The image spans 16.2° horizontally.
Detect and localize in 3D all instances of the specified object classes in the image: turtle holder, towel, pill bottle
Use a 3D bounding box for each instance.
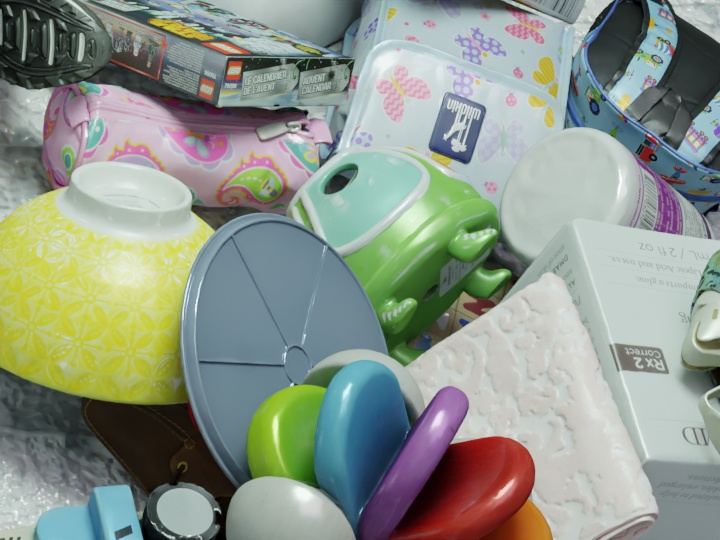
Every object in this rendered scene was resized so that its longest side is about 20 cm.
[{"bbox_3d":[0.006,-0.002,1.782,0.132,0.186,0.141,44,14,18],"label":"turtle holder"},{"bbox_3d":[0.085,0.126,1.676,0.032,0.190,0.201,37,27,-50],"label":"towel"},{"bbox_3d":[0.197,-0.018,1.881,0.200,0.112,0.113,35,30,-48],"label":"pill bottle"}]

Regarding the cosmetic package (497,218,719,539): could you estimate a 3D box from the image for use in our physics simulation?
[{"bbox_3d":[0.195,0.098,1.767,0.164,0.165,0.201,7,50,-29],"label":"cosmetic package"}]

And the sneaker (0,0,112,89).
[{"bbox_3d":[-0.240,-0.171,1.766,0.199,0.075,0.079,14,14,41],"label":"sneaker"}]

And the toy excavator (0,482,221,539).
[{"bbox_3d":[-0.188,0.178,1.526,0.198,0.100,0.195,-2,51,-22],"label":"toy excavator"}]

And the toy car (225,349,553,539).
[{"bbox_3d":[0.029,0.132,1.515,0.200,0.150,0.175,40,46,-6],"label":"toy car"}]

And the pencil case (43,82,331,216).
[{"bbox_3d":[-0.124,-0.086,1.797,0.199,0.088,0.088,5,49,-27],"label":"pencil case"}]

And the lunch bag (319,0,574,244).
[{"bbox_3d":[0.067,-0.124,1.932,0.169,0.127,0.201,23,47,-9],"label":"lunch bag"}]

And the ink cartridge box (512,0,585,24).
[{"bbox_3d":[0.050,-0.263,1.987,0.199,0.047,0.197,25,7,38],"label":"ink cartridge box"}]

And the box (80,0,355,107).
[{"bbox_3d":[-0.122,-0.164,1.827,0.199,0.040,0.136,24,19,37],"label":"box"}]

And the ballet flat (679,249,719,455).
[{"bbox_3d":[0.247,0.068,1.656,0.074,0.074,0.201,4,50,-29],"label":"ballet flat"}]

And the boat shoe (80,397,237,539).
[{"bbox_3d":[-0.100,0.138,1.624,0.200,0.072,0.068,38,40,1],"label":"boat shoe"}]

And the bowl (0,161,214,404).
[{"bbox_3d":[-0.157,-0.006,1.640,0.198,0.108,0.200,11,22,-4],"label":"bowl"}]

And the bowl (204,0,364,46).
[{"bbox_3d":[-0.087,-0.267,2.007,0.199,0.075,0.200,-27,68,-43],"label":"bowl"}]

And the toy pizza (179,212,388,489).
[{"bbox_3d":[-0.051,0.063,1.611,0.200,0.032,0.202,23,59,-45],"label":"toy pizza"}]

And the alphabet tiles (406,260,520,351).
[{"bbox_3d":[0.078,0.060,1.855,0.166,0.008,0.201,26,43,-8],"label":"alphabet tiles"}]

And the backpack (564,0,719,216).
[{"bbox_3d":[0.233,-0.114,1.996,0.182,0.135,0.200,37,31,1],"label":"backpack"}]
